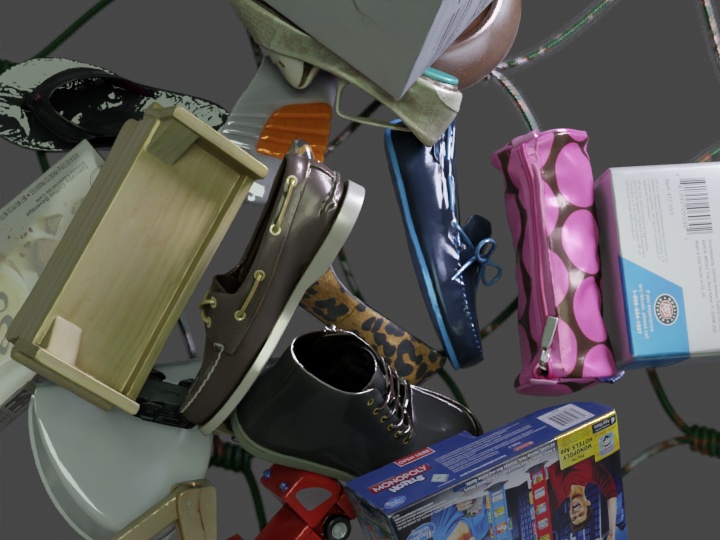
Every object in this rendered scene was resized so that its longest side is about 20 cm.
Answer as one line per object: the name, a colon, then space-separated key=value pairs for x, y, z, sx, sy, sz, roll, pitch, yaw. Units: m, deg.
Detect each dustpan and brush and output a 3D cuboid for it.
dustpan and brush: x=-0.161 y=0.176 z=0.921 sx=0.138 sy=0.057 sz=0.203 roll=-7 pitch=77 yaw=-28

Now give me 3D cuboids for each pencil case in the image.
pencil case: x=0.144 y=-0.008 z=0.961 sx=0.090 sy=0.093 sz=0.203 roll=-14 pitch=78 yaw=36

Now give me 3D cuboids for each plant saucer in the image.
plant saucer: x=0.038 y=-0.235 z=1.020 sx=0.197 sy=0.032 sz=0.203 roll=4 pitch=69 yaw=-9

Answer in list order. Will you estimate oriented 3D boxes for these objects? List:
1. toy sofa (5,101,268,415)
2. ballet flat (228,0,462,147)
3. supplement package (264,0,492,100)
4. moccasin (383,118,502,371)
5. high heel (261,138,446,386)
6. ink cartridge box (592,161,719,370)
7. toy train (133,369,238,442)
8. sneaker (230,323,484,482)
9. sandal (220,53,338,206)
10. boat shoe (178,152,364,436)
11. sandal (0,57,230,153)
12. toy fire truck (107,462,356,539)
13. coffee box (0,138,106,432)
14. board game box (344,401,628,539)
toy sofa: x=-0.155 y=-0.009 z=0.873 sx=0.082 sy=0.097 sz=0.202 roll=33 pitch=77 yaw=-26
ballet flat: x=-0.021 y=-0.152 z=0.951 sx=0.198 sy=0.067 sz=0.063 roll=26 pitch=106 yaw=3
supplement package: x=0.025 y=-0.274 z=0.913 sx=0.190 sy=0.148 sz=0.200 roll=37 pitch=54 yaw=6
moccasin: x=0.070 y=-0.028 z=0.971 sx=0.067 sy=0.081 sz=0.203 roll=-13 pitch=81 yaw=-2
high heel: x=0.000 y=0.000 z=0.931 sx=0.140 sy=0.072 sz=0.203 roll=-2 pitch=113 yaw=-13
ink cartridge box: x=0.285 y=-0.004 z=0.985 sx=0.197 sy=0.086 sz=0.149 roll=-3 pitch=79 yaw=-7
toy train: x=-0.076 y=0.112 z=0.925 sx=0.198 sy=0.046 sz=0.035 roll=16 pitch=59 yaw=-21
sneaker: x=0.019 y=0.100 z=0.886 sx=0.198 sy=0.106 sz=0.076 roll=10 pitch=55 yaw=-26
sandal: x=-0.058 y=-0.122 z=0.995 sx=0.078 sy=0.059 sz=0.208 roll=24 pitch=56 yaw=-7
boat shoe: x=-0.072 y=0.017 z=0.847 sx=0.059 sy=0.072 sz=0.201 roll=29 pitch=104 yaw=-13
sandal: x=-0.195 y=-0.126 z=0.983 sx=0.197 sy=0.048 sz=0.076 roll=8 pitch=78 yaw=-4
toy fire truck: x=-0.107 y=0.196 z=0.891 sx=0.200 sy=0.049 sz=0.141 roll=-49 pitch=118 yaw=-12
coffee box: x=-0.237 y=0.016 z=0.933 sx=0.200 sy=0.080 sz=0.113 roll=-41 pitch=84 yaw=-11
board game box: x=0.099 y=0.215 z=0.907 sx=0.198 sy=0.061 sz=0.203 roll=-18 pitch=111 yaw=-27
